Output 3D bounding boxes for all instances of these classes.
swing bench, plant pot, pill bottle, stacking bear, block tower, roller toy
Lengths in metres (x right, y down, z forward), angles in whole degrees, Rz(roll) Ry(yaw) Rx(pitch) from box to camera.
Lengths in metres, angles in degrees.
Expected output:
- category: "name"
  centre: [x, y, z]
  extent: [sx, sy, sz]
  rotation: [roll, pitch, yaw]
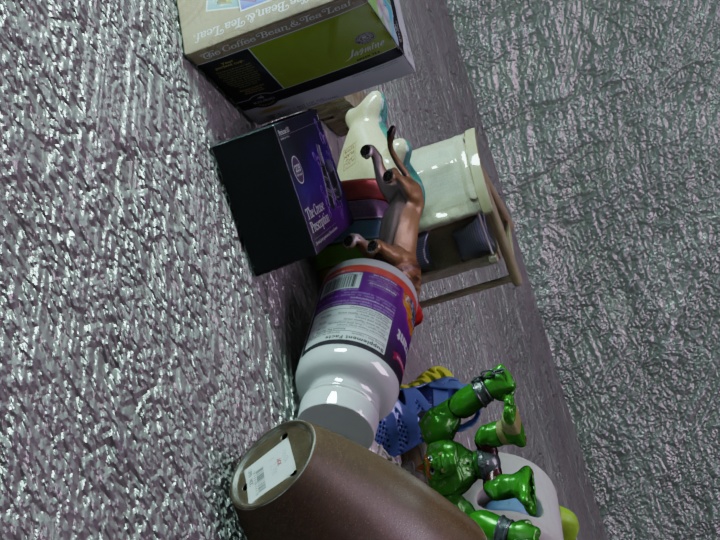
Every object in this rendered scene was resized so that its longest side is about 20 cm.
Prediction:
- category: "swing bench"
  centre: [0.098, -0.062, 1.847]
  extent: [0.131, 0.197, 0.201]
  rotation: [-92, 159, -47]
- category: "plant pot"
  centre: [-0.018, 0.229, 1.159]
  extent: [0.200, 0.186, 0.188]
  rotation: [48, 25, -28]
- category: "pill bottle"
  centre: [-0.007, 0.093, 1.410]
  extent: [0.201, 0.110, 0.112]
  rotation: [-74, 147, -45]
- category: "stacking bear"
  centre: [0.000, 0.000, 1.594]
  extent: [0.114, 0.120, 0.203]
  rotation: [9, 73, -68]
- category: "block tower"
  centre: [-0.036, -0.237, 1.826]
  extent: [0.200, 0.053, 0.059]
  rotation: [27, 49, -71]
- category: "roller toy"
  centre: [0.160, 0.334, 1.666]
  extent: [0.183, 0.198, 0.141]
  rotation: [51, 23, -32]

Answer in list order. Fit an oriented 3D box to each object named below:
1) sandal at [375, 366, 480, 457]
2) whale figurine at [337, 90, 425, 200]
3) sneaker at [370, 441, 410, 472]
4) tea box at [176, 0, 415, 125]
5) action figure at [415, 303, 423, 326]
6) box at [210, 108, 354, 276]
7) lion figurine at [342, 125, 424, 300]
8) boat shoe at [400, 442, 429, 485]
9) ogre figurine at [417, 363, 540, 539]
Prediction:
- category: "sandal"
  centre: [0.070, 0.171, 1.569]
  extent: [0.199, 0.086, 0.080]
  rotation: [-27, 122, -42]
- category: "whale figurine"
  centre: [0.027, -0.128, 1.738]
  extent: [0.103, 0.159, 0.202]
  rotation: [11, 62, -32]
- category: "sneaker"
  centre: [0.025, 0.232, 1.471]
  extent: [0.070, 0.079, 0.202]
  rotation: [-54, 124, -71]
- category: "tea box"
  centre: [-0.070, -0.277, 1.437]
  extent: [0.197, 0.198, 0.135]
  rotation: [41, 35, -66]
- category: "action figure"
  centre: [0.016, 0.086, 1.660]
  extent: [0.201, 0.098, 0.066]
  rotation: [-63, 142, -39]
- category: "box"
  centre: [-0.079, -0.090, 1.444]
  extent: [0.200, 0.078, 0.143]
  rotation: [-48, 118, -74]
- category: "lion figurine"
  centre: [0.041, -0.049, 1.516]
  extent: [0.122, 0.072, 0.202]
  rotation: [31, 71, -48]
- category: "boat shoe"
  centre: [0.058, 0.266, 1.573]
  extent: [0.201, 0.068, 0.074]
  rotation: [-102, -177, -52]
- category: "ogre figurine"
  centre: [0.129, 0.217, 1.483]
  extent: [0.098, 0.119, 0.202]
  rotation: [-11, 86, -73]
